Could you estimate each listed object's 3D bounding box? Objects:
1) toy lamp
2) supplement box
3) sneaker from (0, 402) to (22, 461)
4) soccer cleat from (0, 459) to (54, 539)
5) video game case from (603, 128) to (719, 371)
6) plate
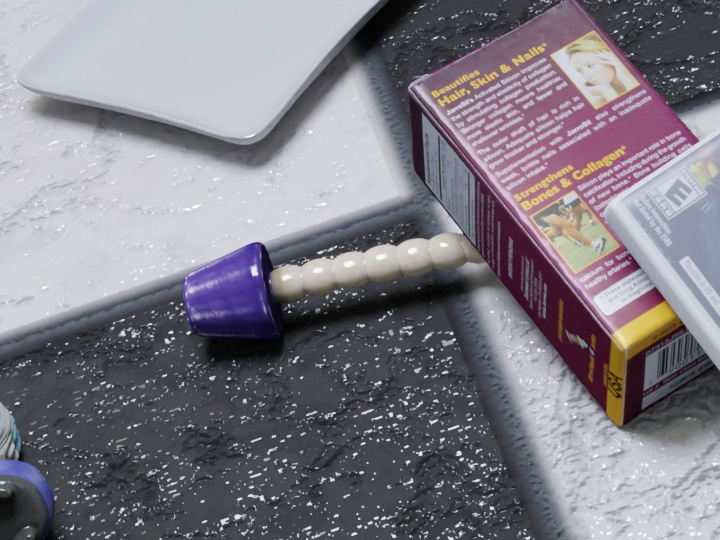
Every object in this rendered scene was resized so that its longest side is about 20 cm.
[{"bbox_3d":[0.000,0.000,1.682,0.199,0.058,0.058,-12,39,8],"label":"toy lamp"},{"bbox_3d":[0.124,-0.034,1.598,0.110,0.086,0.200,-30,62,-15],"label":"supplement box"},{"bbox_3d":[-0.294,0.091,1.663,0.199,0.087,0.078,-16,38,2],"label":"sneaker"},{"bbox_3d":[-0.255,0.158,1.605,0.200,0.065,0.084,-23,9,0],"label":"soccer cleat"},{"bbox_3d":[0.252,0.000,1.519,0.182,0.023,0.200,-33,78,-18],"label":"video game case"},{"bbox_3d":[-0.087,-0.152,1.915,0.199,0.032,0.200,15,49,34],"label":"plate"}]
